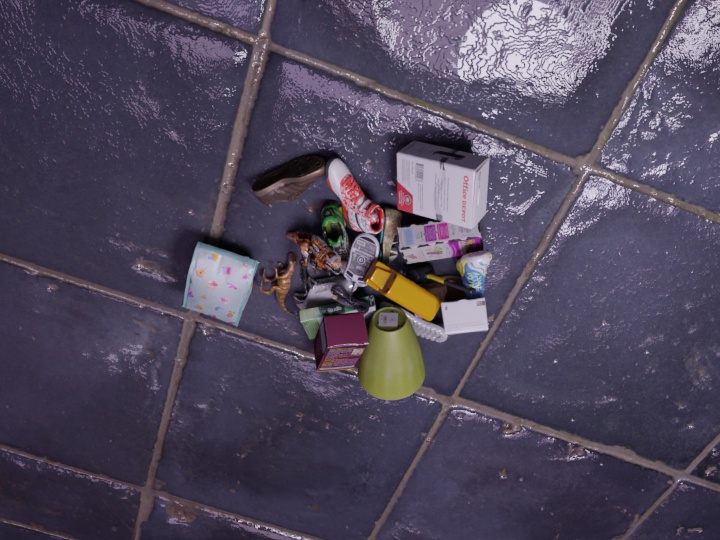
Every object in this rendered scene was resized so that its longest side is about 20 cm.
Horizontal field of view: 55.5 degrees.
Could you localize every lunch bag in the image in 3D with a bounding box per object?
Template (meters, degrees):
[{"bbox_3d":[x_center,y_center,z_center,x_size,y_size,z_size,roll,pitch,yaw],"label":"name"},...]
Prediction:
[{"bbox_3d":[-0.361,0.021,1.769,0.167,0.123,0.202,19,129,-7],"label":"lunch bag"}]

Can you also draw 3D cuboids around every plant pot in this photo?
[{"bbox_3d":[0.078,0.200,1.791,0.183,0.189,0.203,0,131,5],"label":"plant pot"}]

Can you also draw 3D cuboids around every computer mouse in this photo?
[{"bbox_3d":[0.000,0.000,1.690,0.108,0.044,0.203,25,112,10],"label":"computer mouse"}]

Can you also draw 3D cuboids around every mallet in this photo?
[{"bbox_3d":[0.197,0.028,1.682,0.065,0.199,0.042,-15,113,-29],"label":"mallet"}]

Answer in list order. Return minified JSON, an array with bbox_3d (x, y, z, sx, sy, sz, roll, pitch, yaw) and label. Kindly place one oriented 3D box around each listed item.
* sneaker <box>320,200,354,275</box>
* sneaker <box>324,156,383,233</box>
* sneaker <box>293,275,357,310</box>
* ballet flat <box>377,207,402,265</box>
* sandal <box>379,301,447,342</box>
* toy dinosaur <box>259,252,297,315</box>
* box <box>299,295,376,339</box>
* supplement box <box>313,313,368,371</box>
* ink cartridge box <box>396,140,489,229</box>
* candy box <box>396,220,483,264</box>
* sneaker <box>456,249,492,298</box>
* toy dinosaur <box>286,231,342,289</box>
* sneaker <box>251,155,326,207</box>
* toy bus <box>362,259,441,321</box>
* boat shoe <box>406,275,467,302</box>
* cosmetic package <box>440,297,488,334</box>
[{"bbox_3d":[-0.059,-0.066,1.704,0.077,0.086,0.202,-13,122,14],"label":"sneaker"},{"bbox_3d":[-0.007,-0.174,1.610,0.107,0.067,0.204,19,142,43],"label":"sneaker"},{"bbox_3d":[-0.088,0.053,1.797,0.198,0.077,0.081,-33,106,22],"label":"sneaker"},{"bbox_3d":[0.067,-0.065,1.709,0.069,0.071,0.203,9,124,-1],"label":"ballet flat"},{"bbox_3d":[0.143,0.131,1.837,0.200,0.050,0.083,28,148,2],"label":"sandal"},{"bbox_3d":[-0.213,0.047,1.808,0.104,0.061,0.203,12,124,-5],"label":"toy dinosaur"},{"bbox_3d":[-0.053,0.124,1.799,0.196,0.037,0.145,-13,155,0],"label":"box"},{"bbox_3d":[-0.055,0.191,1.792,0.108,0.087,0.201,-3,155,-15],"label":"supplement box"},{"bbox_3d":[0.186,-0.195,1.548,0.197,0.084,0.147,19,129,29],"label":"ink cartridge box"},{"bbox_3d":[0.194,-0.074,1.649,0.196,0.062,0.136,-9,164,10],"label":"candy box"},{"bbox_3d":[0.284,0.011,1.655,0.074,0.200,0.107,-14,86,0],"label":"sneaker"},{"bbox_3d":[-0.110,-0.044,1.685,0.100,0.201,0.137,-16,133,-13],"label":"toy dinosaur"},{"bbox_3d":[-0.160,-0.211,1.640,0.197,0.071,0.076,-16,140,19],"label":"sneaker"},{"bbox_3d":[0.101,0.049,1.666,0.198,0.078,0.066,31,92,-32],"label":"toy bus"},{"bbox_3d":[0.189,0.064,1.774,0.196,0.074,0.077,-3,124,7],"label":"boat shoe"},{"bbox_3d":[0.266,0.118,1.729,0.111,0.200,0.083,-8,84,11],"label":"cosmetic package"}]
